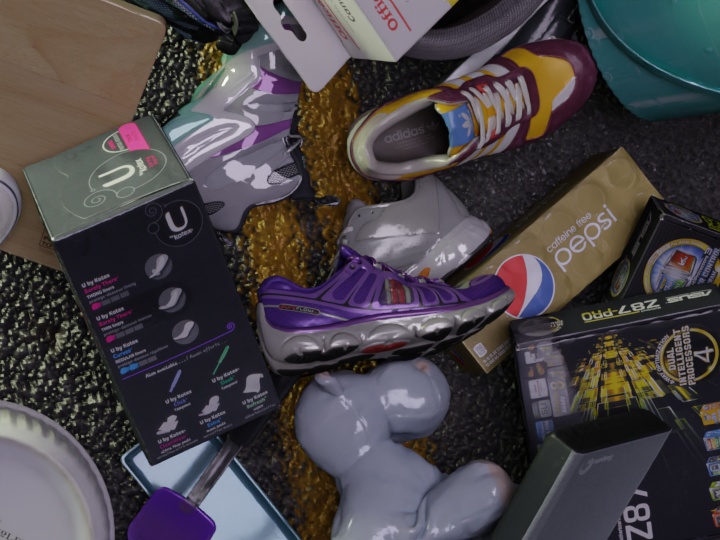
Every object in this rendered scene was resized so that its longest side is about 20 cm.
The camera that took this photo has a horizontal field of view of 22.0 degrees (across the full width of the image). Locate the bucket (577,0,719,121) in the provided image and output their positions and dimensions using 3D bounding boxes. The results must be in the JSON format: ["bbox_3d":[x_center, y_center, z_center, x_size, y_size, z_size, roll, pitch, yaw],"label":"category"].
[{"bbox_3d":[0.262,-0.213,1.404,0.207,0.134,0.208,22,62,-49],"label":"bucket"}]

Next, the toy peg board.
[{"bbox_3d":[-0.265,-0.133,1.338,0.199,0.098,0.200,20,108,-11],"label":"toy peg board"}]

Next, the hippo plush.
[{"bbox_3d":[0.013,0.154,1.385,0.199,0.159,0.161,-20,67,-13],"label":"hippo plush"}]

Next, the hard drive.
[{"bbox_3d":[0.138,0.194,1.346,0.033,0.139,0.200,39,115,29],"label":"hard drive"}]

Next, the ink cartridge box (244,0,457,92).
[{"bbox_3d":[0.018,-0.228,1.305,0.200,0.067,0.117,-47,118,-16],"label":"ink cartridge box"}]

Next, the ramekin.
[{"bbox_3d":[-0.270,0.191,1.313,0.199,0.105,0.201,1,87,-14],"label":"ramekin"}]

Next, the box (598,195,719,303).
[{"bbox_3d":[0.257,0.061,1.435,0.160,0.044,0.201,20,109,-13],"label":"box"}]

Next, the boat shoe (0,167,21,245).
[{"bbox_3d":[-0.324,-0.003,1.293,0.200,0.070,0.071,-27,115,7],"label":"boat shoe"}]

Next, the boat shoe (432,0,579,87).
[{"bbox_3d":[0.131,-0.174,1.447,0.200,0.076,0.060,-44,97,1],"label":"boat shoe"}]

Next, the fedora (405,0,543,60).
[{"bbox_3d":[0.053,-0.246,1.418,0.200,0.090,0.177,-44,97,-16],"label":"fedora"}]

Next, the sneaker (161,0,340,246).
[{"bbox_3d":[-0.059,-0.107,1.399,0.140,0.078,0.200,42,88,-10],"label":"sneaker"}]

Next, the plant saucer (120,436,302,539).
[{"bbox_3d":[-0.094,0.197,1.400,0.070,0.019,0.200,-39,96,-12],"label":"plant saucer"}]

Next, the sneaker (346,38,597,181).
[{"bbox_3d":[0.087,-0.113,1.367,0.199,0.090,0.075,-24,100,-1],"label":"sneaker"}]

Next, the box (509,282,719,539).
[{"bbox_3d":[0.205,0.118,1.405,0.161,0.049,0.201,-9,114,2],"label":"box"}]

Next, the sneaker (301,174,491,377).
[{"bbox_3d":[0.000,0.000,1.411,0.200,0.076,0.092,-39,89,-20],"label":"sneaker"}]

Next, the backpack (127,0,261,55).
[{"bbox_3d":[-0.140,-0.280,1.341,0.200,0.147,0.183,35,78,-21],"label":"backpack"}]

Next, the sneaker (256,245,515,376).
[{"bbox_3d":[0.020,0.019,1.333,0.199,0.081,0.084,-6,73,-26],"label":"sneaker"}]

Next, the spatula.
[{"bbox_3d":[-0.101,0.138,1.364,0.056,0.021,0.200,35,95,-1],"label":"spatula"}]

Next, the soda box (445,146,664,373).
[{"bbox_3d":[0.141,-0.009,1.442,0.200,0.064,0.068,-40,97,-13],"label":"soda box"}]

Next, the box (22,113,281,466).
[{"bbox_3d":[-0.145,0.013,1.301,0.106,0.122,0.200,-24,123,-8],"label":"box"}]
